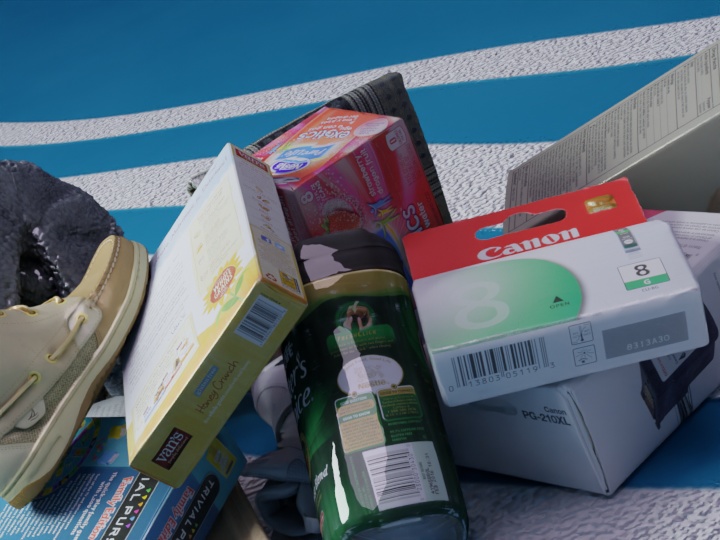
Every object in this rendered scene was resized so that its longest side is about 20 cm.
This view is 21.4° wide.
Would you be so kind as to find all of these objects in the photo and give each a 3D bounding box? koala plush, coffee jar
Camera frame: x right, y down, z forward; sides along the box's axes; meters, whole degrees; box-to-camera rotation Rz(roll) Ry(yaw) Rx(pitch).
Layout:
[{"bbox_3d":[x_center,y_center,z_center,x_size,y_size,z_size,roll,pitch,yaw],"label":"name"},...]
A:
[{"bbox_3d":[-0.261,0.041,1.350,0.177,0.184,0.200,-3,-29,-32],"label":"koala plush"},{"bbox_3d":[0.002,0.079,1.136,0.085,0.104,0.200,-11,60,-5],"label":"coffee jar"}]

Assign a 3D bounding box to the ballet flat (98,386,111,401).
[{"bbox_3d":[-0.136,0.066,1.424,0.200,0.067,0.064,-28,53,51],"label":"ballet flat"}]

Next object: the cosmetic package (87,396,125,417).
[{"bbox_3d":[-0.224,0.160,1.335,0.200,0.071,0.101,-18,24,11],"label":"cosmetic package"}]

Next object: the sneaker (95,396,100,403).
[{"bbox_3d":[-0.254,0.089,1.522,0.115,0.075,0.200,-13,25,28],"label":"sneaker"}]

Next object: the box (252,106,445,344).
[{"bbox_3d":[0.000,0.000,1.308,0.103,0.200,0.095,-36,27,-25],"label":"box"}]

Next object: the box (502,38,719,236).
[{"bbox_3d":[0.201,-0.069,1.337,0.200,0.078,0.095,-31,28,30],"label":"box"}]

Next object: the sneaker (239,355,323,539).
[{"bbox_3d":[-0.040,0.117,1.249,0.115,0.075,0.200,-32,27,-26],"label":"sneaker"}]

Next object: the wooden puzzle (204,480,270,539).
[{"bbox_3d":[-0.140,0.202,1.180,0.185,0.037,0.200,-37,29,-2],"label":"wooden puzzle"}]

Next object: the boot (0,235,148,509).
[{"bbox_3d":[-0.231,0.030,1.192,0.073,0.155,0.200,-38,24,56],"label":"boot"}]

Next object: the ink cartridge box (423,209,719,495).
[{"bbox_3d":[0.150,0.045,1.214,0.145,0.084,0.200,5,36,48],"label":"ink cartridge box"}]

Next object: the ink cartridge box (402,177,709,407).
[{"bbox_3d":[0.110,-0.006,1.168,0.161,0.050,0.200,-14,34,1],"label":"ink cartridge box"}]

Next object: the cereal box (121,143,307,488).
[{"bbox_3d":[-0.096,0.022,1.168,0.144,0.039,0.200,-55,22,18],"label":"cereal box"}]

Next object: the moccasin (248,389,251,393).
[{"bbox_3d":[-0.022,0.022,1.435,0.201,0.078,0.074,-34,23,-15],"label":"moccasin"}]

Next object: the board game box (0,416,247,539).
[{"bbox_3d":[-0.188,0.161,1.186,0.200,0.047,0.151,-3,42,34],"label":"board game box"}]

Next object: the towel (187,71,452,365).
[{"bbox_3d":[-0.018,-0.019,1.373,0.192,0.200,0.035,-32,25,-27],"label":"towel"}]
